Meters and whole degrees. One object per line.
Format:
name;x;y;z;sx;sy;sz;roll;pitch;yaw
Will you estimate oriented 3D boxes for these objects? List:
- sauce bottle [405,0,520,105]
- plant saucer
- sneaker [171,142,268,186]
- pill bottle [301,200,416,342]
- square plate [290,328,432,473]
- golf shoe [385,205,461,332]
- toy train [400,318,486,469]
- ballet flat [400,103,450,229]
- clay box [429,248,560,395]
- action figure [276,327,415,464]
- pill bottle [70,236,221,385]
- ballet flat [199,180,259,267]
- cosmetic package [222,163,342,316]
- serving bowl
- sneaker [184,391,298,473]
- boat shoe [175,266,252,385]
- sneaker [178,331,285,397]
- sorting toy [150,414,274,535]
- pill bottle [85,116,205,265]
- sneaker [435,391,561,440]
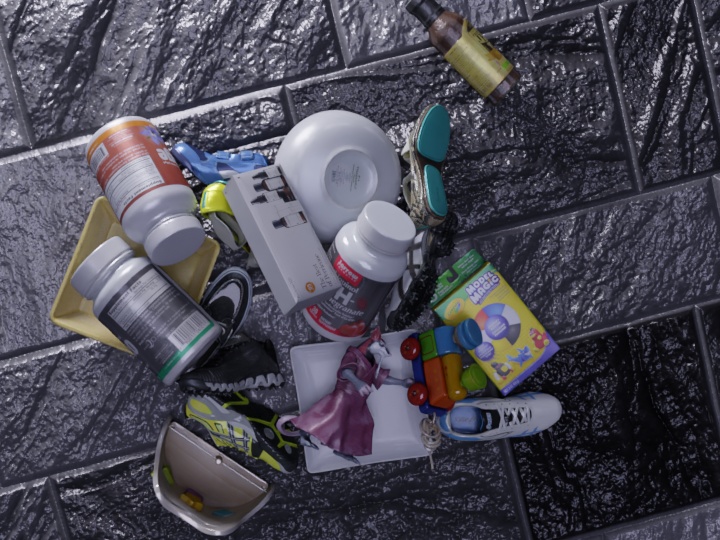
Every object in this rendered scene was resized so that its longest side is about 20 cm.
sauce bottle;0.150;-0.335;1.384;0.200;0.065;0.065;43;92;-6
plant saucer;-0.331;0.018;1.390;0.198;0.048;0.202;21;86;-2
sneaker;-0.183;-0.147;1.384;0.199;0.074;0.083;26;95;-13
pill bottle;0.000;0.000;1.341;0.110;0.111;0.201;28;126;-4
square plate;0.002;0.200;1.440;0.198;0.028;0.200;-8;95;-2
golf shoe;0.073;-0.007;1.405;0.094;0.078;0.201;22;82;28
toy train;0.134;0.174;1.352;0.115;0.084;0.202;-28;59;35
ballet flat;0.091;-0.152;1.385;0.067;0.075;0.202;21;60;-35
clay box;0.197;0.077;1.428;0.115;0.048;0.200;-40;96;2
action figure;-0.011;0.178;1.393;0.148;0.134;0.202;12;79;39
pill bottle;-0.301;0.054;1.310;0.200;0.113;0.113;44;92;1
ballet flat;-0.161;-0.046;1.362;0.066;0.067;0.200;-20;129;36
cosmetic package;-0.109;-0.045;1.291;0.082;0.051;0.201;-21;77;-33
serving bowl;-0.025;-0.134;1.364;0.198;0.066;0.202;-2;97;-20
sneaker;-0.179;0.242;1.424;0.200;0.075;0.076;41;112;-2
boat shoe;-0.220;0.090;1.400;0.072;0.071;0.201;26;93;-4
sneaker;-0.191;0.136;1.366;0.066;0.199;0.091;-12;82;36
sorting toy;-0.238;0.325;1.364;0.199;0.180;0.107;35;92;-4
pill bottle;-0.302;-0.111;1.326;0.112;0.112;0.201;-33;70;1
sneaker;0.214;0.227;1.430;0.198;0.072;0.073;-5;93;-3
